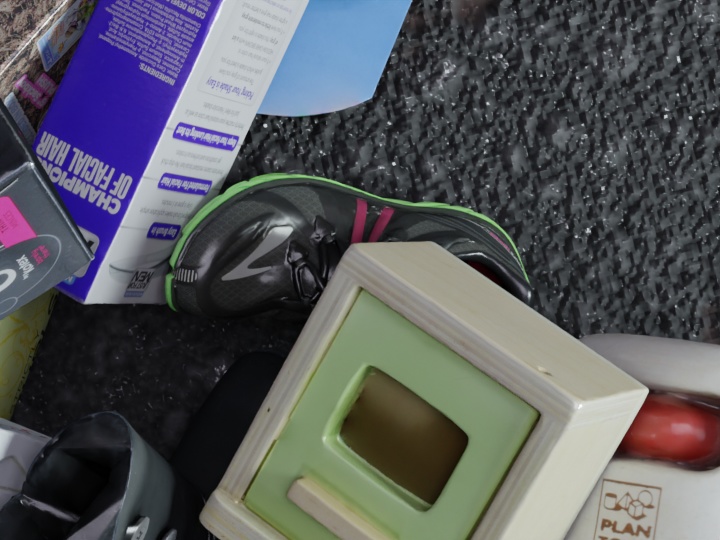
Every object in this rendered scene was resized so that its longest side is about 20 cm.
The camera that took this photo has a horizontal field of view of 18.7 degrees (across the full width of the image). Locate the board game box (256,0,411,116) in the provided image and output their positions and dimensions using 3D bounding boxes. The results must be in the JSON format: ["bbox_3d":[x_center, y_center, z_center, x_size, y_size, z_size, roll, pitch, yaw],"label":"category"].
[{"bbox_3d":[-0.044,-0.174,1.140,0.157,0.039,0.202,23,75,-2],"label":"board game box"}]

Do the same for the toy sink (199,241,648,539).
[{"bbox_3d":[0.016,0.105,0.994,0.130,0.112,0.201,35,105,20],"label":"toy sink"}]

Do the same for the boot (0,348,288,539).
[{"bbox_3d":[-0.093,0.094,1.017,0.065,0.200,0.166,18,80,22],"label":"boot"}]

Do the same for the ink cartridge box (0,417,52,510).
[{"bbox_3d":[-0.246,0.080,0.980,0.199,0.146,0.084,19,85,24],"label":"ink cartridge box"}]

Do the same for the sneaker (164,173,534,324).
[{"bbox_3d":[0.000,0.000,1.080,0.198,0.084,0.077,0,113,-24],"label":"sneaker"}]

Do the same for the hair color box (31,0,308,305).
[{"bbox_3d":[-0.093,-0.085,1.036,0.064,0.109,0.201,26,95,14],"label":"hair color box"}]

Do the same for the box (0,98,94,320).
[{"bbox_3d":[-0.213,-0.072,0.918,0.106,0.122,0.201,-33,73,-5],"label":"box"}]

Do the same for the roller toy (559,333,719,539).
[{"bbox_3d":[0.173,0.114,1.072,0.198,0.182,0.141,12,83,-8],"label":"roller toy"}]

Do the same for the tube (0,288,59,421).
[{"bbox_3d":[-0.188,0.048,1.078,0.052,0.058,0.202,25,82,-20],"label":"tube"}]

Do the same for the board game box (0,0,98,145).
[{"bbox_3d":[-0.211,-0.128,1.051,0.159,0.097,0.200,37,80,15],"label":"board game box"}]
